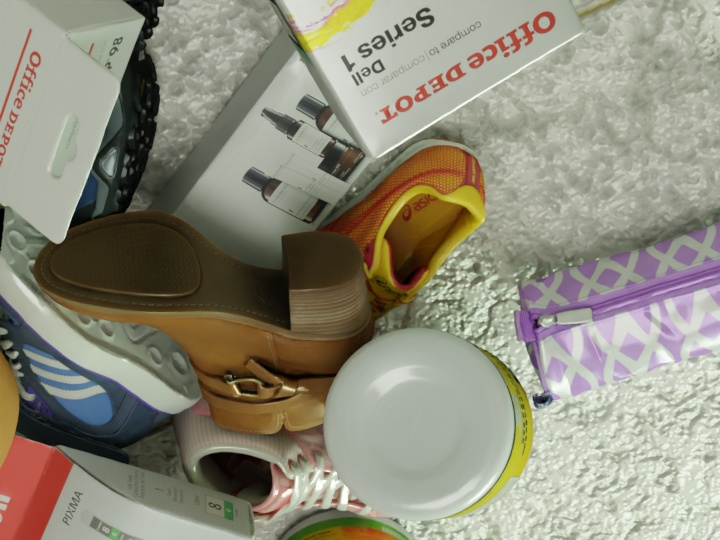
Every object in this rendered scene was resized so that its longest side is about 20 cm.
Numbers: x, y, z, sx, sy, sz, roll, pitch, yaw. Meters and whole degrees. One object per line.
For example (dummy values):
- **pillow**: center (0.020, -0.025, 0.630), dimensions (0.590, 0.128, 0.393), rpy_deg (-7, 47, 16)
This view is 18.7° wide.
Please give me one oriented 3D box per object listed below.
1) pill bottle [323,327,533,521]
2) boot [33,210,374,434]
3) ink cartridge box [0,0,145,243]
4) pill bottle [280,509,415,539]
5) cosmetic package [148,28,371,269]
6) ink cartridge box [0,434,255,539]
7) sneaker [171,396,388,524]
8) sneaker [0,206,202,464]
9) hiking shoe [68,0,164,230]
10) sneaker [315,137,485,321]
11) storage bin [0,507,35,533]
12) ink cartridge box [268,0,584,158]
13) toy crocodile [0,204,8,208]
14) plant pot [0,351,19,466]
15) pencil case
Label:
- **pill bottle**: center (0.047, 0.096, 1.334), dimensions (0.112, 0.200, 0.112), rpy_deg (-1, 85, 9)
- **boot**: center (-0.092, 0.037, 1.317), dimensions (0.200, 0.077, 0.155), rpy_deg (-3, 144, -5)
- **ink cartridge box**: center (-0.197, -0.119, 1.206), dimensions (0.200, 0.067, 0.116), rpy_deg (38, 123, 21)
- **pill bottle**: center (-0.007, 0.262, 1.449), dimensions (0.111, 0.200, 0.111), rpy_deg (-1, 124, -1)
- **cosmetic package**: center (-0.061, -0.054, 1.328), dimensions (0.082, 0.051, 0.200), rpy_deg (29, 118, -19)
- **ink cartridge box**: center (-0.186, 0.190, 1.357), dimensions (0.200, 0.050, 0.161), rpy_deg (18, 115, -17)
- **sneaker**: center (-0.033, 0.135, 1.423), dimensions (0.200, 0.105, 0.075), rpy_deg (24, 118, -18)
- **sneaker**: center (-0.209, 0.054, 1.360), dimensions (0.146, 0.081, 0.200), rpy_deg (-26, 133, 26)
- **hiking shoe**: center (-0.166, -0.110, 1.284), dimensions (0.087, 0.074, 0.200), rpy_deg (11, 116, 6)
- **sneaker**: center (0.000, 0.000, 1.350), dimensions (0.073, 0.077, 0.200), rpy_deg (29, 122, -21)
- **storage bin**: center (-0.202, 0.215, 1.454), dimensions (0.200, 0.094, 0.135), rpy_deg (35, 115, -21)
- **ink cartridge box**: center (0.013, -0.185, 1.197), dimensions (0.145, 0.084, 0.200), rpy_deg (-31, 115, -1)
- **toy crocodile**: center (-0.282, -0.048, 1.324), dimensions (0.200, 0.062, 0.068), rpy_deg (-12, 124, 1)
- **plant pot**: center (-0.294, 0.070, 1.260), dimensions (0.200, 0.200, 0.140), rpy_deg (-29, 137, 16)
- **pencil case**: center (0.191, 0.017, 1.362), dimensions (0.200, 0.084, 0.086), rpy_deg (-19, 153, 6)
